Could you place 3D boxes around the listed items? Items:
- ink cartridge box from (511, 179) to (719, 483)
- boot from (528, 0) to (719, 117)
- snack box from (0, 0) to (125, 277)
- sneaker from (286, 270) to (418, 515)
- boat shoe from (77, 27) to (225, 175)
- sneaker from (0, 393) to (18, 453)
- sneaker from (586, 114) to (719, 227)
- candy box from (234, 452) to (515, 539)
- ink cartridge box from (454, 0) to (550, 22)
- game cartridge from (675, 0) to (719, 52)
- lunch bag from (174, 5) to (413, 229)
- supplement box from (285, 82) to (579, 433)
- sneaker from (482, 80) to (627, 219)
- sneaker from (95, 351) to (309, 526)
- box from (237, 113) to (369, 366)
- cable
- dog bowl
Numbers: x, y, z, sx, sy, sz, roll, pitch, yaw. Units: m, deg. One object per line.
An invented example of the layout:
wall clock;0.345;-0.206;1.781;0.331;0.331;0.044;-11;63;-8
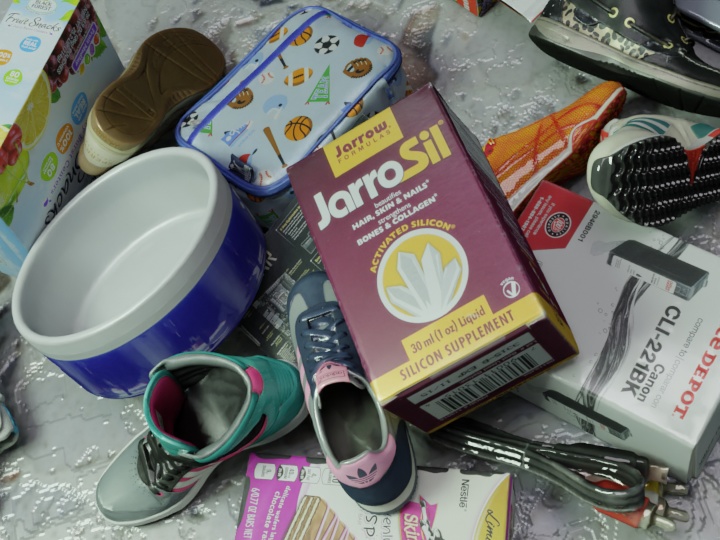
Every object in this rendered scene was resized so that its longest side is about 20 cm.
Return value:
ink cartridge box;0.193;0.043;0.905;0.199;0.084;0.145;27;71;22
boot;0.260;-0.226;1.007;0.202;0.073;0.155;24;90;18
snack box;-0.274;-0.115;1.032;0.067;0.169;0.201;15;65;16
sneaker;-0.012;0.072;0.866;0.070;0.082;0.201;-26;58;4
boat shoe;-0.190;-0.154;1.074;0.071;0.065;0.200;42;41;-4
sneaker;-0.319;0.108;0.990;0.086;0.075;0.202;6;72;6
sneaker;0.213;-0.082;0.931;0.093;0.071;0.199;17;21;39
candy box;0.008;0.212;0.869;0.198;0.061;0.138;2;63;12
ink cartridge box;0.119;-0.300;1.117;0.109;0.050;0.200;-44;64;-12
game cartridge;0.352;-0.245;1.050;0.199;0.041;0.134;35;78;25
lunch bag;-0.063;-0.136;1.051;0.200;0.076;0.160;-45;55;-14
supplement box;0.050;-0.008;0.854;0.130;0.103;0.201;-30;62;12
sneaker;0.140;-0.096;0.993;0.200;0.073;0.077;-40;66;-10
sneaker;-0.138;0.125;0.891;0.199;0.121;0.084;-35;67;10
box;0.000;0.000;0.960;0.160;0.043;0.200;40;92;26
cable;0.136;0.149;0.866;0.198;0.097;0.051;7;101;21
dog bowl;-0.177;0.000;0.962;0.199;0.079;0.201;-22;40;20
